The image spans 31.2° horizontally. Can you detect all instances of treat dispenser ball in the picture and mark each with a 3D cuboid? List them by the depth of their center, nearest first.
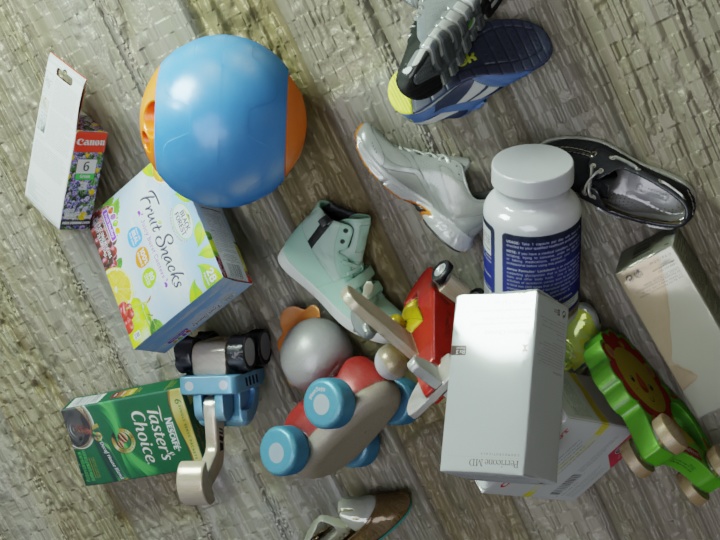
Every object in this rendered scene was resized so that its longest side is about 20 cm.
[{"bbox_3d":[-0.163,-0.177,1.534,0.198,0.201,0.204,5,109,15],"label":"treat dispenser ball"}]

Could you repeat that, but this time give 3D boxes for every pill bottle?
[{"bbox_3d":[0.199,-0.037,1.497,0.114,0.116,0.202,5,123,15],"label":"pill bottle"}]

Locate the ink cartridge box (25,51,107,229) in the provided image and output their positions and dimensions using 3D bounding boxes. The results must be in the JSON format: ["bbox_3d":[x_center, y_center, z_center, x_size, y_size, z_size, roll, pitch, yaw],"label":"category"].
[{"bbox_3d":[-0.373,-0.166,1.655,0.109,0.050,0.203,36,119,42],"label":"ink cartridge box"}]

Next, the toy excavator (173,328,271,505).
[{"bbox_3d":[-0.181,0.183,1.649,0.098,0.194,0.203,-4,92,16],"label":"toy excavator"}]

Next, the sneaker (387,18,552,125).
[{"bbox_3d":[0.129,-0.229,1.507,0.197,0.082,0.075,-20,70,6],"label":"sneaker"}]

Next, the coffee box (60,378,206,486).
[{"bbox_3d":[-0.309,0.225,1.791,0.197,0.044,0.125,-10,104,19],"label":"coffee box"}]

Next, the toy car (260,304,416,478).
[{"bbox_3d":[-0.056,0.141,1.650,0.177,0.183,0.201,-47,61,25],"label":"toy car"}]

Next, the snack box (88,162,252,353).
[{"bbox_3d":[-0.244,-0.026,1.634,0.168,0.067,0.202,-36,65,24],"label":"snack box"}]

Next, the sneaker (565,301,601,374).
[{"bbox_3d":[0.230,0.128,1.584,0.075,0.076,0.201,32,113,5],"label":"sneaker"}]

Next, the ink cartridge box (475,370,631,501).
[{"bbox_3d":[0.230,0.196,1.536,0.145,0.199,0.084,-46,54,24],"label":"ink cartridge box"}]

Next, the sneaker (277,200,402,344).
[{"bbox_3d":[0.000,0.000,1.609,0.199,0.074,0.119,37,120,5],"label":"sneaker"}]

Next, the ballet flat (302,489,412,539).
[{"bbox_3d":[-0.021,0.345,1.731,0.072,0.068,0.199,38,121,-22],"label":"ballet flat"}]

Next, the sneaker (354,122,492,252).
[{"bbox_3d":[0.082,-0.120,1.558,0.200,0.076,0.092,41,106,-8],"label":"sneaker"}]

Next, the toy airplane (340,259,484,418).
[{"bbox_3d":[0.072,0.100,1.537,0.140,0.198,0.202,-33,76,35],"label":"toy airplane"}]

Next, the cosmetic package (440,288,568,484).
[{"bbox_3d":[0.160,0.131,1.424,0.112,0.081,0.203,-6,71,36],"label":"cosmetic package"}]

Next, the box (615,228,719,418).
[{"bbox_3d":[0.383,0.058,1.508,0.077,0.095,0.202,-28,97,23],"label":"box"}]

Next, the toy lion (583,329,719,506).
[{"bbox_3d":[0.344,0.163,1.524,0.069,0.193,0.199,-40,134,23],"label":"toy lion"}]

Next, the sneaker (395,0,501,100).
[{"bbox_3d":[0.072,-0.283,1.464,0.115,0.201,0.075,26,156,28],"label":"sneaker"}]

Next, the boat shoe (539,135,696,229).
[{"bbox_3d":[0.293,-0.099,1.501,0.198,0.060,0.075,24,114,8],"label":"boat shoe"}]
